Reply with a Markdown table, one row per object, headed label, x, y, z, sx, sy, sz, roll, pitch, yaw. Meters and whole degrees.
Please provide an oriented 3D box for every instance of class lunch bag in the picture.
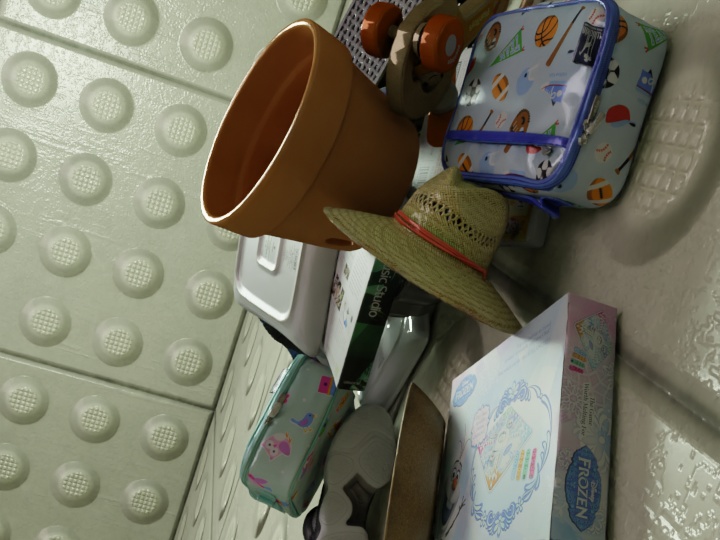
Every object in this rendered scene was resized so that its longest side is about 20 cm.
| label | x | y | z | sx | sy | sz | roll | pitch | yaw |
| --- | --- | --- | --- | --- | --- | --- | --- | --- | --- |
| lunch bag | 0.145 | -0.128 | 0.721 | 0.200 | 0.075 | 0.162 | 23 | 94 | 65 |
| lunch bag | -0.072 | 0.193 | 1.022 | 0.161 | 0.077 | 0.200 | -60 | -14 | -20 |

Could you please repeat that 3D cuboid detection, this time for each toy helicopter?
| label | x | y | z | sx | sy | sz | roll | pitch | yaw |
| --- | --- | --- | --- | --- | --- | --- | --- | --- | --- |
| toy helicopter | 0.086 | -0.205 | 0.833 | 0.200 | 0.078 | 0.133 | -47 | -37 | -35 |

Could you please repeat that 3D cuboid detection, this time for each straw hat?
| label | x | y | z | sx | sy | sz | roll | pitch | yaw |
| --- | --- | --- | --- | --- | --- | --- | --- | --- | --- |
| straw hat | 0.073 | -0.035 | 0.727 | 0.086 | 0.200 | 0.201 | -57 | 14 | 9 |

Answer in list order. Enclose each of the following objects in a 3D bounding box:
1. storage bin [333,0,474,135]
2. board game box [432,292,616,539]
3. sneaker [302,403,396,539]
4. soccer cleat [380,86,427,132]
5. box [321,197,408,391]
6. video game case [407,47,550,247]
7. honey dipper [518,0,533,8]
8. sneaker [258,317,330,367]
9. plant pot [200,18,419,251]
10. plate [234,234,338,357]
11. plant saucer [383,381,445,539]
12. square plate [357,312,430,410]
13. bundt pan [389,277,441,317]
| label | x | y | z | sx | sy | sz | roll | pitch | yaw |
| --- | --- | --- | --- | --- | --- | --- | --- | --- | --- |
| storage bin | 0.050 | -0.252 | 1.030 | 0.094 | 0.135 | 0.201 | 44 | 114 | 34 |
| board game box | 0.109 | 0.146 | 0.649 | 0.200 | 0.043 | 0.201 | 127 | 156 | -60 |
| sneaker | -0.020 | 0.252 | 1.022 | 0.114 | 0.075 | 0.202 | 135 | 151 | -70 |
| soccer cleat | 0.061 | -0.179 | 0.992 | 0.200 | 0.083 | 0.065 | -24 | -73 | -52 |
| box | 0.000 | 0.000 | 0.934 | 0.145 | 0.036 | 0.202 | -114 | 35 | -57 |
| video game case | 0.120 | -0.121 | 0.853 | 0.181 | 0.023 | 0.202 | 4 | 75 | 52 |
| honey dipper | 0.170 | -0.271 | 0.975 | 0.038 | 0.038 | 0.202 | -111 | 41 | -71 |
| sneaker | -0.070 | 0.061 | 1.135 | 0.077 | 0.201 | 0.076 | -35 | 1 | -28 |
| plant pot | -0.039 | -0.108 | 0.837 | 0.200 | 0.139 | 0.201 | -43 | 34 | 38 |
| plate | -0.091 | -0.027 | 1.026 | 0.199 | 0.032 | 0.202 | 27 | 110 | 53 |
| plant saucer | 0.047 | 0.198 | 0.772 | 0.200 | 0.035 | 0.203 | 8 | -90 | -83 |
| square plate | 0.037 | 0.074 | 1.126 | 0.199 | 0.028 | 0.201 | -86 | 17 | -48 |
| bundt pan | 0.060 | -0.038 | 0.999 | 0.202 | 0.075 | 0.204 | -44 | 36 | 45 |
